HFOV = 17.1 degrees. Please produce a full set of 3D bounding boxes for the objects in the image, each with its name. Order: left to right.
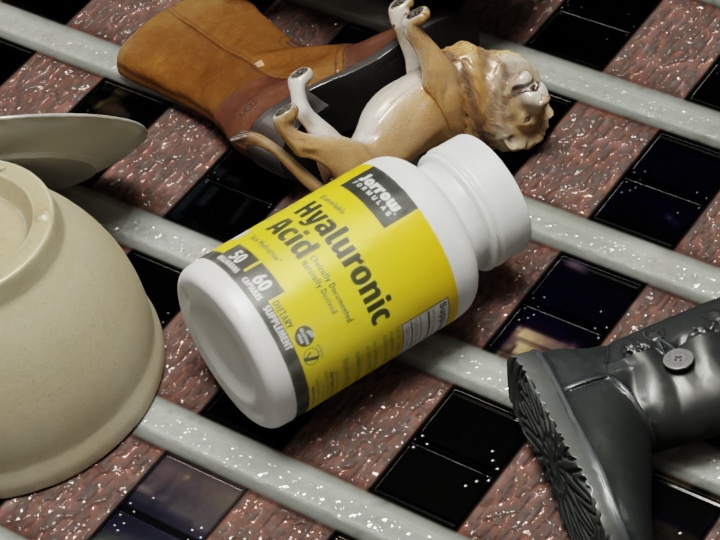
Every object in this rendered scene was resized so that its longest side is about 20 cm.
[{"bbox_3d":[-0.227,0.019,1.444,0.200,0.135,0.200,-5,45,5],"label":"planter bowl"},{"bbox_3d":[-0.233,-0.067,1.516,0.200,0.200,0.024,-9,81,2],"label":"dinner plate"},{"bbox_3d":[-0.041,-0.149,1.641,0.188,0.069,0.200,-39,44,-16],"label":"boot"},{"bbox_3d":[0.000,0.000,1.435,0.200,0.111,0.111,-31,49,-20],"label":"pill bottle"},{"bbox_3d":[0.024,-0.093,1.531,0.200,0.123,0.072,-33,23,-11],"label":"lion figurine"},{"bbox_3d":[0.203,0.087,1.354,0.200,0.066,0.165,-13,52,-12],"label":"boot"}]
